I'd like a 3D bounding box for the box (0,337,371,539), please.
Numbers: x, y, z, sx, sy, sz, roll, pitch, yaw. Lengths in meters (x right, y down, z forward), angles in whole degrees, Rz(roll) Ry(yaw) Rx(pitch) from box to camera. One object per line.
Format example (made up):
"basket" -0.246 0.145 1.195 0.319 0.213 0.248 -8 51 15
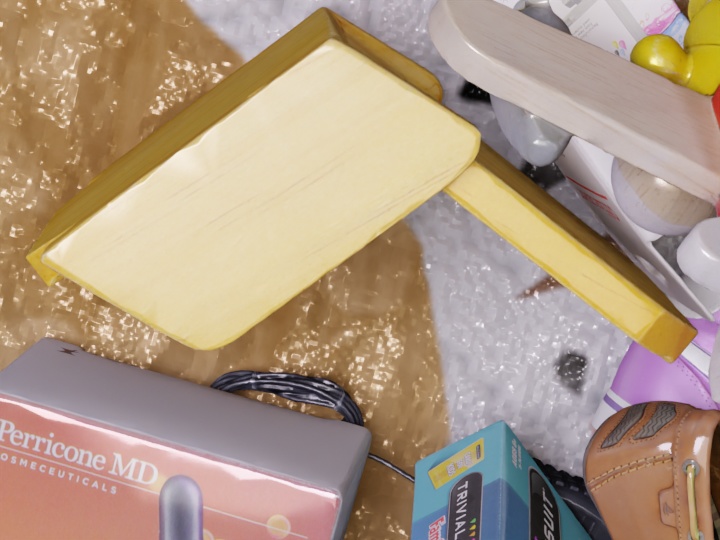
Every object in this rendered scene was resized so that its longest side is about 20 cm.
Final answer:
"box" -0.097 0.149 0.961 0.152 0.106 0.201 15 101 4

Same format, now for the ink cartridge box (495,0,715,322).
"ink cartridge box" 0.097 -0.082 0.940 0.067 0.116 0.200 -36 100 1

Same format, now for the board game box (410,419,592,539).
"board game box" 0.091 0.181 0.940 0.047 0.151 0.200 -28 114 19

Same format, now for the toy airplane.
"toy airplane" 0.138 -0.039 0.820 0.199 0.141 0.200 -28 85 -35

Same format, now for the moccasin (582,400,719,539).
"moccasin" 0.164 0.140 0.954 0.078 0.074 0.202 -7 113 42

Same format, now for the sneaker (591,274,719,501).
"sneaker" 0.212 0.065 0.993 0.200 0.073 0.115 29 94 -7

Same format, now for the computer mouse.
"computer mouse" 0.027 0.088 1.012 0.199 0.034 0.059 24 115 -1

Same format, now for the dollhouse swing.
"dollhouse swing" 0.000 0.000 0.907 0.182 0.200 0.176 -37 100 4
